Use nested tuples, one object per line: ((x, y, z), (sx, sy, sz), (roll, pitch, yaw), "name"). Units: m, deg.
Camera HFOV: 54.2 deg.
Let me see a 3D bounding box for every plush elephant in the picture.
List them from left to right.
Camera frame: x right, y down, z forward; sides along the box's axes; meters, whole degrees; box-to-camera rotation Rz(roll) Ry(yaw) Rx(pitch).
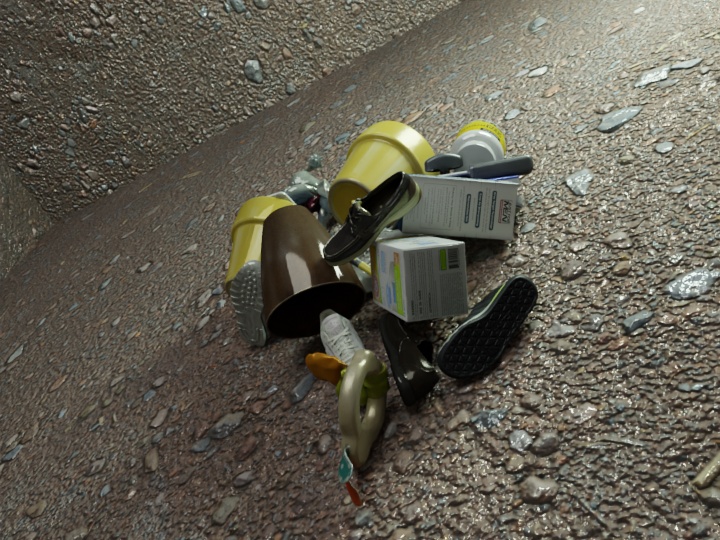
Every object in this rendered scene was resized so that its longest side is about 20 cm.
((-0.100, -0.164, 1.698), (0.154, 0.164, 0.202), (37, 105, 26), "plush elephant")

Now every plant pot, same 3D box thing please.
((-0.199, -0.022, 1.502), (0.199, 0.201, 0.191), (-10, 47, 37), "plant pot")
((-0.106, -0.011, 1.274), (0.185, 0.187, 0.202), (-26, 62, 10), "plant pot")
((0.034, -0.177, 1.451), (0.199, 0.203, 0.189), (-6, 29, 41), "plant pot")

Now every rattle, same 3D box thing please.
((-0.041, 0.209, 0.974), (0.141, 0.131, 0.203), (11, 65, 10), "rattle")

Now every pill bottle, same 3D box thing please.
((0.237, -0.235, 1.424), (0.110, 0.112, 0.200), (-21, 15, 20), "pill bottle")

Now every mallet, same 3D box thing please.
((0.000, 0.000, 1.297), (0.198, 0.041, 0.066), (27, 62, 21), "mallet")

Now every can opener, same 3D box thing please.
((0.217, -0.197, 1.303), (0.197, 0.068, 0.053), (-9, -1, 11), "can opener")

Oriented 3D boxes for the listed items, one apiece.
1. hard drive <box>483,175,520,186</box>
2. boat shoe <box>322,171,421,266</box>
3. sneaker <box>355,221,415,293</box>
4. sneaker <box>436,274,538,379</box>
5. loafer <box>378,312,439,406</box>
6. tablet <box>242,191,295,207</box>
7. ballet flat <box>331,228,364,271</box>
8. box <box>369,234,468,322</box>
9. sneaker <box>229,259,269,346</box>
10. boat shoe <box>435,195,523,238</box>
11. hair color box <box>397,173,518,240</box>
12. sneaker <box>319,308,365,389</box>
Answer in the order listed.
((0.186, -0.143, 1.321), (0.197, 0.026, 0.132), (-9, -2, -3), "hard drive")
((0.008, -0.090, 1.159), (0.200, 0.065, 0.073), (-42, 45, 3), "boat shoe")
((0.036, -0.032, 1.363), (0.200, 0.088, 0.074), (-44, 30, -22), "sneaker")
((0.187, 0.087, 1.038), (0.199, 0.072, 0.083), (-40, 1, -17), "sneaker")
((0.077, 0.128, 1.070), (0.070, 0.074, 0.201), (-19, 32, 2), "loafer")
((-0.157, -0.096, 1.562), (0.129, 0.200, 0.014), (-10, 48, 36), "tablet")
((-0.012, -0.048, 1.473), (0.071, 0.072, 0.200), (-31, 26, 0), "ballet flat")
((0.088, 0.007, 1.131), (0.100, 0.114, 0.200), (-6, 9, -14), "box")
((-0.202, 0.052, 1.370), (0.075, 0.202, 0.081), (19, 41, 13), "sneaker")
((0.209, -0.096, 1.321), (0.197, 0.072, 0.063), (-10, 75, 24), "boat shoe")
((0.168, -0.111, 1.227), (0.196, 0.102, 0.061), (4, 10, -5), "hair color box")
((-0.030, 0.132, 1.133), (0.074, 0.100, 0.200), (-30, 27, -3), "sneaker")
